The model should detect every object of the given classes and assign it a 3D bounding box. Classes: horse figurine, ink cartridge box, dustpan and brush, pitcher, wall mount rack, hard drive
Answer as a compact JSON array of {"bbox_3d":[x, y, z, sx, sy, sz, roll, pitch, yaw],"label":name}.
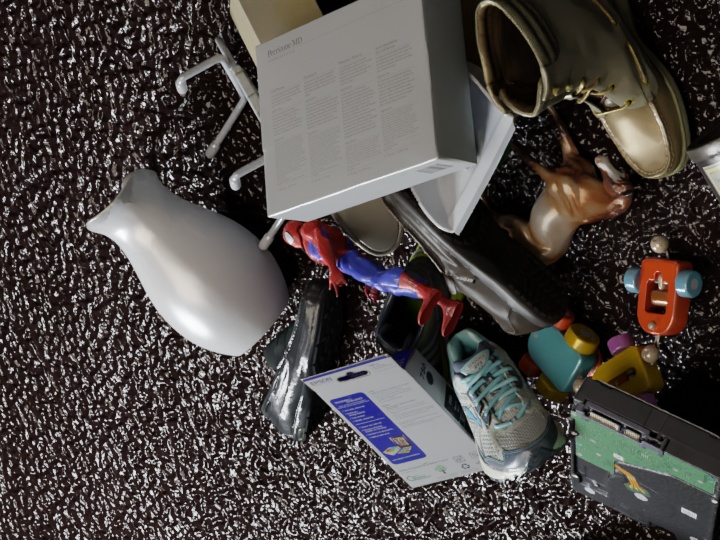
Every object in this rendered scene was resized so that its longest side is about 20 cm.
[{"bbox_3d":[0.152,-0.057,1.528,0.133,0.050,0.200,49,133,15],"label":"horse figurine"},{"bbox_3d":[0.040,0.129,1.651,0.099,0.039,0.200,-16,136,28],"label":"ink cartridge box"},{"bbox_3d":[0.050,-0.146,1.459,0.140,0.057,0.201,116,146,-44],"label":"dustpan and brush"},{"bbox_3d":[-0.168,-0.018,1.772,0.200,0.172,0.121,43,102,-10],"label":"pitcher"},{"bbox_3d":[-0.108,-0.113,1.672,0.200,0.074,0.174,60,179,21],"label":"wall mount rack"},{"bbox_3d":[0.247,0.168,1.512,0.139,0.038,0.200,25,160,19],"label":"hard drive"}]

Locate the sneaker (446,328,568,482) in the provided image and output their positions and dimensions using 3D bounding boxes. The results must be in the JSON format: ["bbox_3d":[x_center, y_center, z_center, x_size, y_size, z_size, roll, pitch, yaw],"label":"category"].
[{"bbox_3d":[0.115,0.114,1.562,0.087,0.077,0.200,59,178,-23],"label":"sneaker"}]

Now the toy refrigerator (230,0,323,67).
[{"bbox_3d":[-0.042,-0.167,1.570,0.201,0.070,0.076,64,171,10],"label":"toy refrigerator"}]

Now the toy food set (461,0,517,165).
[{"bbox_3d":[0.072,-0.181,1.508,0.198,0.049,0.201,-5,102,49],"label":"toy food set"}]

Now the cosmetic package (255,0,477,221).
[{"bbox_3d":[0.000,-0.135,1.435,0.200,0.052,0.152,-16,76,44],"label":"cosmetic package"}]

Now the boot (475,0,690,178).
[{"bbox_3d":[0.172,-0.142,1.386,0.072,0.155,0.201,-19,101,43],"label":"boot"}]

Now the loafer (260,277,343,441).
[{"bbox_3d":[-0.064,0.086,1.771,0.070,0.068,0.201,25,132,15],"label":"loafer"}]

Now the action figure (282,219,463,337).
[{"bbox_3d":[0.000,0.000,1.581,0.200,0.065,0.052,33,99,38],"label":"action figure"}]

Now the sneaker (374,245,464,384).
[{"bbox_3d":[0.043,0.067,1.663,0.074,0.081,0.201,25,128,27],"label":"sneaker"}]

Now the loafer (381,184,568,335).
[{"bbox_3d":[0.084,-0.014,1.517,0.200,0.073,0.071,46,136,4],"label":"loafer"}]

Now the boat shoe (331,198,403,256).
[{"bbox_3d":[-0.021,-0.106,1.646,0.067,0.057,0.200,-33,95,5],"label":"boat shoe"}]

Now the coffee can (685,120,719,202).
[{"bbox_3d":[0.352,-0.042,1.301,0.146,0.146,0.200,-29,94,45],"label":"coffee can"}]

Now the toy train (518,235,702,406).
[{"bbox_3d":[0.220,0.047,1.532,0.200,0.055,0.151,-1,88,50],"label":"toy train"}]
